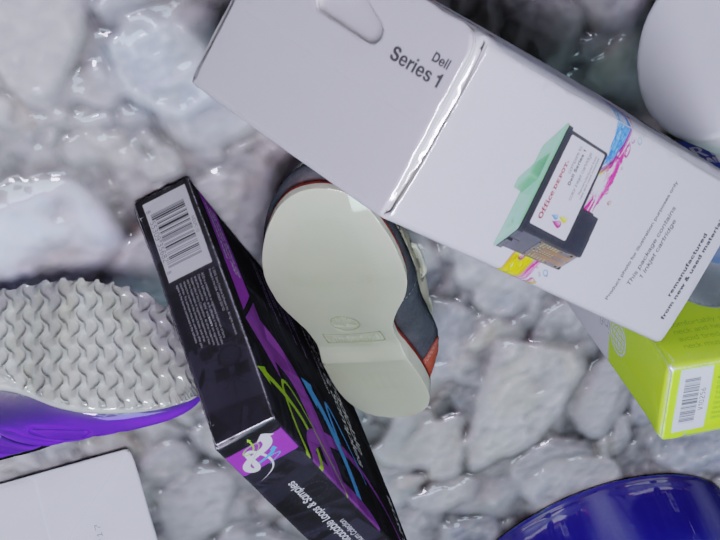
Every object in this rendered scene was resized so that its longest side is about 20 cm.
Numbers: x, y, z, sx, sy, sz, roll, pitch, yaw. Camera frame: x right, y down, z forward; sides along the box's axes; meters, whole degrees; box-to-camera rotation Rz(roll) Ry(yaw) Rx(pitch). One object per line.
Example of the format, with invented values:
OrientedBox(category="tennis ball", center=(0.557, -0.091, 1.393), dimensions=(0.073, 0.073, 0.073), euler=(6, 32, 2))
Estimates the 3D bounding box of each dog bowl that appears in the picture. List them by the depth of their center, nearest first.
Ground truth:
OrientedBox(category="dog bowl", center=(0.170, 0.223, 1.500), dimensions=(0.199, 0.079, 0.200), euler=(-15, 145, -10))

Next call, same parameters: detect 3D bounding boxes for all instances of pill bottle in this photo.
OrientedBox(category="pill bottle", center=(0.229, -0.083, 1.072), dimensions=(0.200, 0.115, 0.114), euler=(15, 132, -42))

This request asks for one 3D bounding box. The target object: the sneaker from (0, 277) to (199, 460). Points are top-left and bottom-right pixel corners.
OrientedBox(category="sneaker", center=(-0.173, 0.059, 1.089), dimensions=(0.199, 0.070, 0.100), euler=(-2, 151, -5))

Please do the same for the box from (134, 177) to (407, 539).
OrientedBox(category="box", center=(-0.039, 0.061, 1.102), dimensions=(0.036, 0.143, 0.200), euler=(-26, 147, 6))

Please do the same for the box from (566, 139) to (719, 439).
OrientedBox(category="box", center=(0.158, -0.003, 1.087), dimensions=(0.121, 0.200, 0.048), euler=(-8, 126, -18))

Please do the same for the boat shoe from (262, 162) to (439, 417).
OrientedBox(category="boat shoe", center=(0.000, 0.000, 1.112), dimensions=(0.071, 0.063, 0.200), euler=(0, 148, 16))

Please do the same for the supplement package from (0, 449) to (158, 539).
OrientedBox(category="supplement package", center=(-0.171, 0.230, 1.257), dimensions=(0.150, 0.152, 0.200), euler=(-15, 146, -9))

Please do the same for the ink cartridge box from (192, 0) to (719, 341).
OrientedBox(category="ink cartridge box", center=(0.048, -0.058, 0.964), dimensions=(0.200, 0.145, 0.084), euler=(23, 100, -47))
